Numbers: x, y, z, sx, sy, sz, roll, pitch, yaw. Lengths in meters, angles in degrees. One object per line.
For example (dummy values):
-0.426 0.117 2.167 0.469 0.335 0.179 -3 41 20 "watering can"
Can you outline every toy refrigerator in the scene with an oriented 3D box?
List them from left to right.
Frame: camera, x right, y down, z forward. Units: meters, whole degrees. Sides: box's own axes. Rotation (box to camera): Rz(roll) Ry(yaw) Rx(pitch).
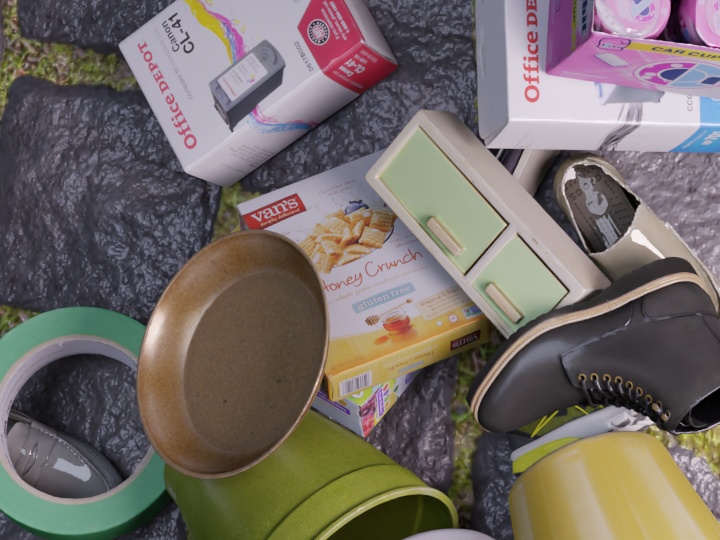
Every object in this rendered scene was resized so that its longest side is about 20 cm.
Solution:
0.099 -0.030 1.499 0.200 0.070 0.076 49 113 18 "toy refrigerator"

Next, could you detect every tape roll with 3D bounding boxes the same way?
-0.243 0.134 1.658 0.199 0.048 0.202 0 72 0 "tape roll"

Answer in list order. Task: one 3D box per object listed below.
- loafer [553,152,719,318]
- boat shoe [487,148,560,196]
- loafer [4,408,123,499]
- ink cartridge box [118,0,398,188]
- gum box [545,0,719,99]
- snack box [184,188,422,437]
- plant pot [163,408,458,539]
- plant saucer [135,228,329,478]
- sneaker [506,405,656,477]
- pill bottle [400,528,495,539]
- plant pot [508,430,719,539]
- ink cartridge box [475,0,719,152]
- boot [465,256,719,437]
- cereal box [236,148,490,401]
0.216 -0.012 1.506 0.076 0.068 0.200 -44 72 12 "loafer"
0.121 -0.096 1.562 0.062 0.073 0.201 29 99 22 "boat shoe"
-0.299 0.167 1.707 0.199 0.070 0.070 23 92 25 "loafer"
-0.089 -0.188 1.660 0.199 0.086 0.148 -34 71 14 "ink cartridge box"
0.246 -0.174 1.391 0.198 0.113 0.067 6 80 -11 "gum box"
-0.035 0.031 1.586 0.199 0.053 0.142 29 61 24 "snack box"
-0.057 0.195 1.544 0.201 0.200 0.193 -52 55 8 "plant pot"
-0.093 0.068 1.498 0.199 0.035 0.202 -17 63 35 "plant saucer"
0.188 0.091 1.493 0.199 0.074 0.085 -31 69 26 "sneaker"
0.073 0.310 1.473 0.108 0.109 0.202 0 111 23 "pill bottle"
0.201 0.232 1.424 0.200 0.201 0.190 -30 56 17 "plant pot"
0.196 -0.172 1.484 0.198 0.086 0.148 0 81 -12 "ink cartridge box"
0.184 0.089 1.403 0.199 0.077 0.139 -35 44 9 "boot"
0.000 0.000 1.548 0.143 0.040 0.201 -21 53 -13 "cereal box"
